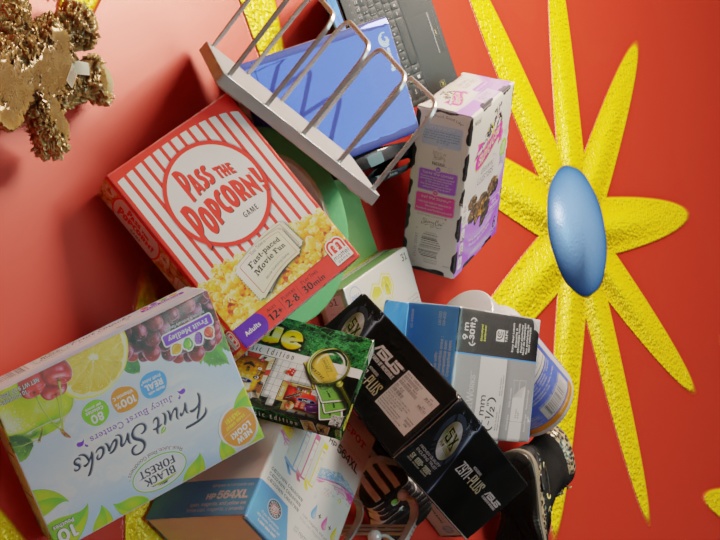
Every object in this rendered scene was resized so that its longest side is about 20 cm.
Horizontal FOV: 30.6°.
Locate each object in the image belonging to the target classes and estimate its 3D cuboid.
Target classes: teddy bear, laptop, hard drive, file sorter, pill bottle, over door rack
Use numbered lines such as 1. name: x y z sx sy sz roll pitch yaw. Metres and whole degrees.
1. teddy bear: -0.280 -0.170 1.123 0.201 0.066 0.146 -63 140 -49
2. laptop: 0.040 -0.267 1.546 0.199 0.103 0.179 -28 107 -26
3. hard drive: -0.036 -0.184 1.426 0.199 0.025 0.133 -24 102 -30
4. file sorter: -0.038 -0.188 1.301 0.199 0.125 0.139 37 10 -24
5. pill bottle: 0.177 0.114 1.649 0.200 0.111 0.113 46 47 -38
6. over door rack: -0.039 0.295 1.267 0.067 0.146 0.201 56 41 -33

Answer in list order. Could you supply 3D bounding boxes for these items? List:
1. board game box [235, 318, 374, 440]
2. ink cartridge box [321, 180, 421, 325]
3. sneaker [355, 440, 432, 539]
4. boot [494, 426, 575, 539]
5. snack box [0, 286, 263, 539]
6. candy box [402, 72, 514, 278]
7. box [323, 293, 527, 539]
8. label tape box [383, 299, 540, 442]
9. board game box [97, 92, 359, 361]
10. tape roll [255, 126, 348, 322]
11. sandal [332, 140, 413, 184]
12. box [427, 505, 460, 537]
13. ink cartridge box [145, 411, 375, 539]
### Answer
1. board game box: -0.095 0.085 1.209 0.024 0.198 0.105 90 17 -48
2. ink cartridge box: 0.000 0.000 1.483 0.145 0.048 0.202 -33 111 -53
3. sneaker: 0.014 0.215 1.434 0.116 0.075 0.201 52 -10 30
4. boot: 0.227 0.306 1.700 0.150 0.072 0.203 -26 113 -60
5. snack box: -0.196 0.120 1.099 0.199 0.053 0.144 -27 106 -24
6. candy box: 0.118 -0.117 1.575 0.168 0.071 0.202 -42 142 -58
7. box: 0.053 0.142 1.308 0.086 0.200 0.164 -40 130 -3
8. label tape box: 0.110 0.115 1.482 0.199 0.066 0.145 10 85 -41
9. board game box: -0.120 -0.042 1.215 0.151 0.046 0.200 -40 89 -29
10. tape roll: -0.099 -0.041 1.317 0.199 0.048 0.203 9 77 -42
11. sandal: 0.032 -0.123 1.527 0.199 0.075 0.043 -20 98 -57
12. box: 0.088 0.193 1.566 0.201 0.041 0.157 54 44 -31
13. ink cartridge box: -0.086 0.185 1.246 0.129 0.124 0.201 53 44 -33
